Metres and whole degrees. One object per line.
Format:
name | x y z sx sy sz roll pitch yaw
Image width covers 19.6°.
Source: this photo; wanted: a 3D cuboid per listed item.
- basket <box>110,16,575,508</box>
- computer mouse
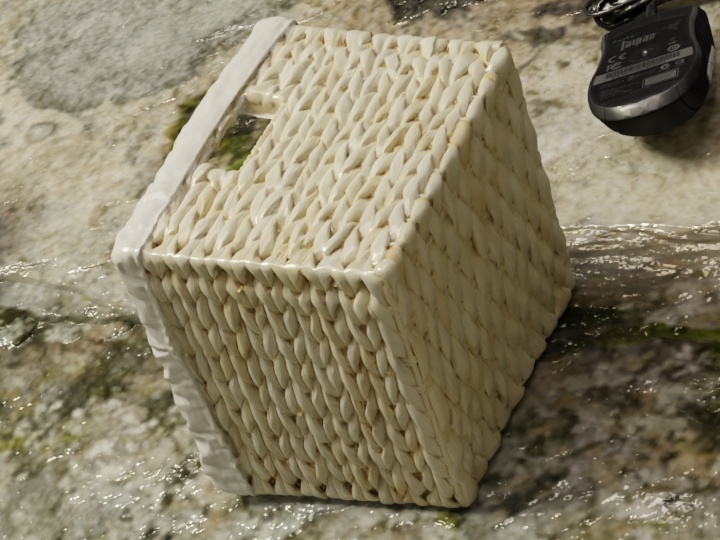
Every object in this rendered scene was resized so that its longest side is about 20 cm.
basket | 0.000 0.000 1.124 0.161 0.200 0.198 7 48 26
computer mouse | 0.212 -0.139 1.294 0.140 0.046 0.200 -18 26 15
